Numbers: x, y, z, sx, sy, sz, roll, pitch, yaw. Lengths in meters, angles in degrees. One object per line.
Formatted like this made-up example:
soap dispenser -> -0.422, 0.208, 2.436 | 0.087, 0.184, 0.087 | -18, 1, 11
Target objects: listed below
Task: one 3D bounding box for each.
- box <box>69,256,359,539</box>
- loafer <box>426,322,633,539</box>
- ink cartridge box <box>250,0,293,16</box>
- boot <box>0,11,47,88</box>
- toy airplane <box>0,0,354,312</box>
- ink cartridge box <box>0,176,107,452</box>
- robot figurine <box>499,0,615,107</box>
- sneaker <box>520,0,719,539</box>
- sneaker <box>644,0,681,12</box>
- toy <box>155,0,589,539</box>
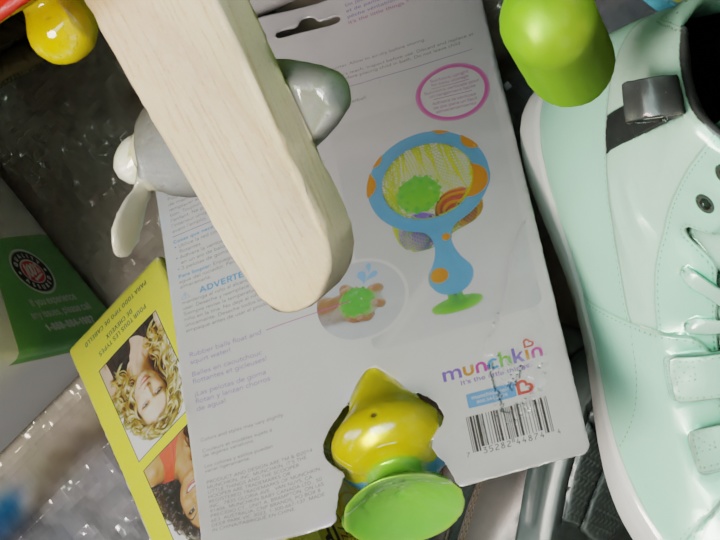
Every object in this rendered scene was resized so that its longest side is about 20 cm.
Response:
box -> -0.020, 0.090, 0.870 | 0.050, 0.075, 0.201 | -46, 48, 22
loafer -> 0.040, 0.113, 0.902 | 0.063, 0.072, 0.201 | 22, 95, 40
ink cartridge box -> -0.069, -0.183, 0.879 | 0.084, 0.145, 0.201 | -22, 85, 23
boot -> -0.186, -0.114, 0.905 | 0.155, 0.200, 0.072 | 48, 114, 12
toy airplane -> -0.076, -0.106, 0.733 | 0.198, 0.141, 0.201 | 18, 113, 7
ink cartridge box -> -0.195, -0.023, 0.942 | 0.087, 0.145, 0.200 | -43, 78, 21
robot figurine -> 0.056, -0.136, 0.747 | 0.199, 0.115, 0.177 | 8, 82, 42
sneaker -> 0.113, 0.018, 0.811 | 0.202, 0.073, 0.118 | 67, 157, 7
sneaker -> 0.112, -0.150, 0.845 | 0.199, 0.079, 0.131 | -29, 87, 22
toy -> 0.000, 0.000, 0.874 | 0.114, 0.047, 0.201 | -16, 47, 7
